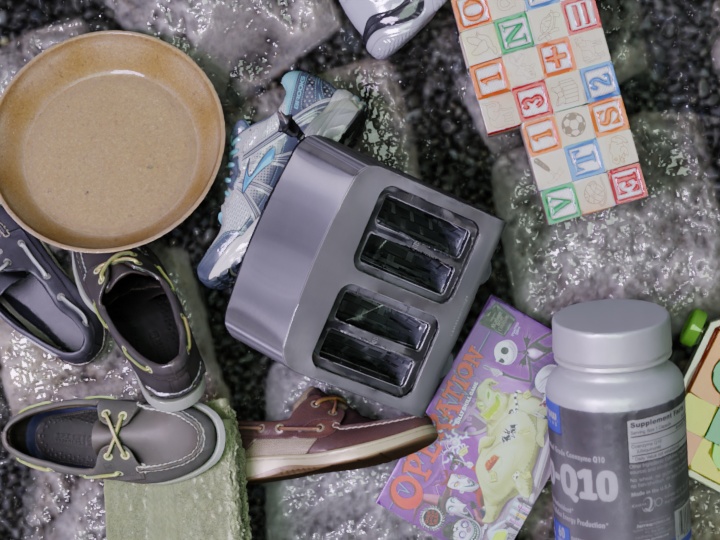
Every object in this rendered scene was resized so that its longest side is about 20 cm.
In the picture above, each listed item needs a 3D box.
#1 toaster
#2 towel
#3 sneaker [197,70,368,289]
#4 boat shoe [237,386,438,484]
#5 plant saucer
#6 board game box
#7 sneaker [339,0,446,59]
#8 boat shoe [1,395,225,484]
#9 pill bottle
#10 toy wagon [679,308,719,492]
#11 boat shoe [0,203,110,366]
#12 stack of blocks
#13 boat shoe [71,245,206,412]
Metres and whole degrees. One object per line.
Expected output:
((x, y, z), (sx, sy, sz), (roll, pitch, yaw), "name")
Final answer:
((0.000, 0.000, 1.652), (0.199, 0.118, 0.182), (23, 92, -32), "toaster")
((-0.150, 0.211, 1.713), (0.147, 0.036, 0.202), (-9, 84, 33), "towel")
((-0.080, -0.076, 1.723), (0.086, 0.078, 0.201), (36, 86, 13), "sneaker")
((-0.035, 0.131, 1.717), (0.198, 0.072, 0.073), (-12, 79, 18), "boat shoe")
((-0.208, -0.101, 1.712), (0.198, 0.035, 0.202), (-1, 68, 4), "plant saucer")
((0.111, 0.136, 1.735), (0.119, 0.032, 0.201), (29, 93, 6), "board game box")
((0.049, -0.280, 1.699), (0.115, 0.075, 0.200), (45, 97, -2), "sneaker")
((-0.203, 0.138, 1.690), (0.200, 0.060, 0.073), (-3, 85, 32), "boat shoe")
((0.207, 0.132, 1.665), (0.113, 0.114, 0.202), (-5, 105, 3), "pill bottle")
((0.334, 0.089, 1.715), (0.154, 0.040, 0.201), (26, 93, 1), "toy wagon")
((-0.291, 0.002, 1.731), (0.200, 0.063, 0.073), (43, 93, 1), "boat shoe")
((0.155, -0.141, 1.707), (0.114, 0.059, 0.202), (-16, 91, 3), "stack of blocks")
((-0.183, 0.021, 1.684), (0.071, 0.061, 0.202), (-26, 57, -13), "boat shoe")
